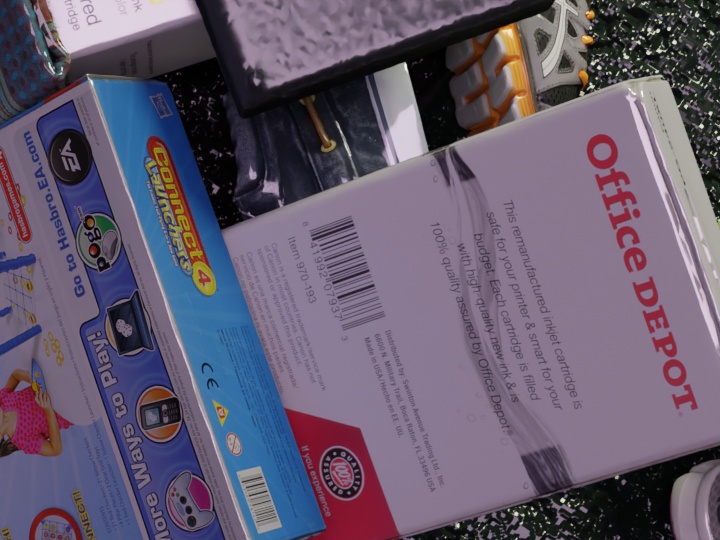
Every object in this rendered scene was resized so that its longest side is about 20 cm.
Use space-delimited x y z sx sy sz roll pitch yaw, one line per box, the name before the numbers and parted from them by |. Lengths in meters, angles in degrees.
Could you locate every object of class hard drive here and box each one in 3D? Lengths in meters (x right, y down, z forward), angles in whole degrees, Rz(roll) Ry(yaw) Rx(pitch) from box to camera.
hard drive | -0.019 -0.178 0.866 0.139 0.033 0.200 -20 85 -8

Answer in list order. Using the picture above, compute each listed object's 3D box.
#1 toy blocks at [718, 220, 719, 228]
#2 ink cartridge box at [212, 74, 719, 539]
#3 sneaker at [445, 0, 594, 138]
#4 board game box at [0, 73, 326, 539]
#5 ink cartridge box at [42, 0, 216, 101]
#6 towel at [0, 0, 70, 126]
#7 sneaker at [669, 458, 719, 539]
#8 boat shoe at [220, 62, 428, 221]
toy blocks | 0.221 -0.004 0.940 0.200 0.137 0.100 -35 86 -8
ink cartridge box | 0.053 0.020 0.869 0.200 0.083 0.146 -19 90 20
sneaker | 0.079 -0.125 0.980 0.077 0.078 0.200 -10 87 -18
board game box | -0.136 0.050 0.876 0.196 0.056 0.200 -24 81 29
ink cartridge box | -0.069 -0.173 0.921 0.200 0.084 0.145 -18 84 -7
towel | -0.198 -0.109 0.913 0.022 0.200 0.147 -15 81 -42
sneaker | 0.239 0.112 0.931 0.200 0.087 0.074 7 75 -26
boat shoe | 0.000 0.000 0.965 0.091 0.071 0.201 -16 80 1
